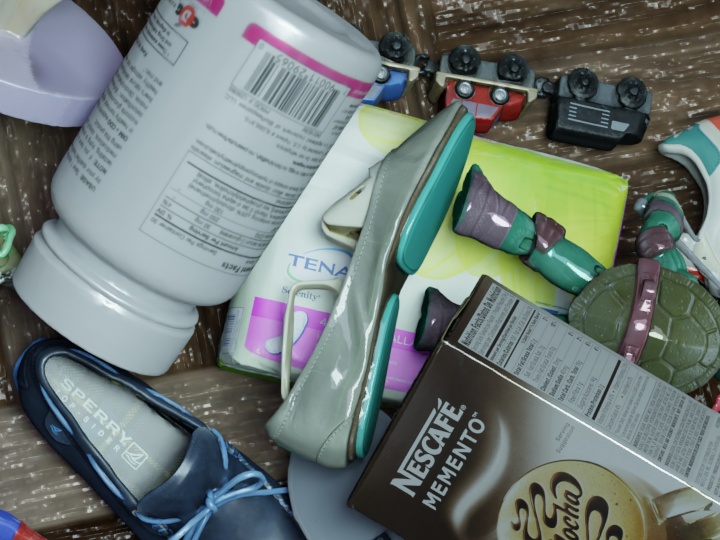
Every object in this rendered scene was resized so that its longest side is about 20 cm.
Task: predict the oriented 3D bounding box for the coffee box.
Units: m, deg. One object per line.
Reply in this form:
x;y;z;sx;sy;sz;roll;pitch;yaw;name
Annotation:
0.110;0.107;1.209;0.200;0.080;0.113;30;120;3;coffee box

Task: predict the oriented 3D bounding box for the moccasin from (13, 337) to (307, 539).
-0.103;0.112;1.298;0.200;0.068;0.081;34;79;-5;moccasin

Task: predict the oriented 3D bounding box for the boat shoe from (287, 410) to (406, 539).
0.020;0.150;1.272;0.073;0.065;0.200;-30;43;5;boat shoe

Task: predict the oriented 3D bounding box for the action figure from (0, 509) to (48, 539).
-0.236;0.119;1.267;0.199;0.099;0.065;27;80;-2;action figure

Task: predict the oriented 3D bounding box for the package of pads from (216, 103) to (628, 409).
0.035;-0.002;1.333;0.199;0.068;0.155;13;82;-7;package of pads

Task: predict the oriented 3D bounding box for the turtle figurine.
0.135;0.024;1.270;0.199;0.101;0.150;18;80;-5;turtle figurine

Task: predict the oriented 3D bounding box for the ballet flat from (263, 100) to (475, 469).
0.000;0.000;1.263;0.063;0.067;0.201;17;81;12;ballet flat

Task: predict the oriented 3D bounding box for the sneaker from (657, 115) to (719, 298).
0.216;0.008;1.363;0.093;0.070;0.201;-10;82;-3;sneaker

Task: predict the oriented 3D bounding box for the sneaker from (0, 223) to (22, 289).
-0.211;-0.017;1.306;0.088;0.077;0.201;12;87;-19;sneaker

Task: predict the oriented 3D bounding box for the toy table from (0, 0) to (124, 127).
-0.194;-0.172;1.266;0.199;0.184;0.117;24;121;-11;toy table

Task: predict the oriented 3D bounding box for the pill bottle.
-0.087;-0.054;1.258;0.113;0.113;0.200;33;101;-3;pill bottle

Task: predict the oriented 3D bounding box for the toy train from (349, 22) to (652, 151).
0.063;-0.097;1.365;0.199;0.034;0.046;10;76;-8;toy train
